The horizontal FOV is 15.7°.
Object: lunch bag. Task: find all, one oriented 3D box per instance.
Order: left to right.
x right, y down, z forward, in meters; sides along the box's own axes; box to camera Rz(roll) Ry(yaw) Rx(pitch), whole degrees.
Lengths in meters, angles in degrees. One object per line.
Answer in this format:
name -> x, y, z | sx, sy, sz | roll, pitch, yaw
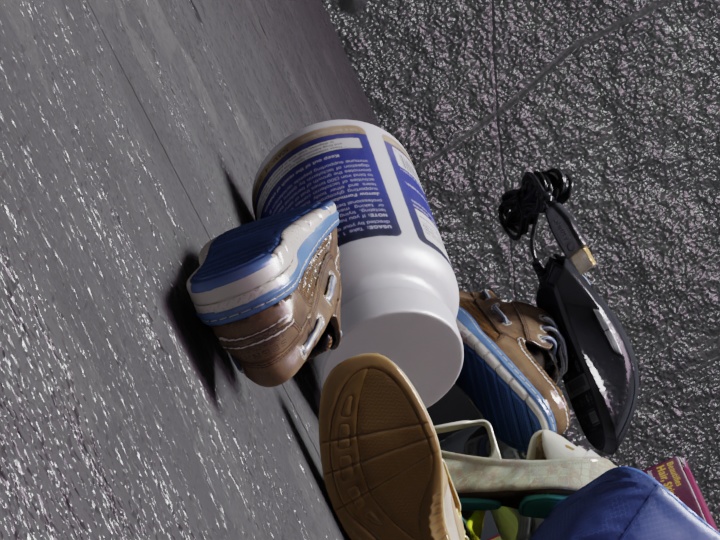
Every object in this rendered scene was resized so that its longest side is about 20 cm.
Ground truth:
lunch bag -> 0.165, 0.226, 1.588 | 0.200, 0.132, 0.136 | 37, -31, -3

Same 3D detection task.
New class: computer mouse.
computer mouse -> 0.156, 0.021, 1.777 | 0.140, 0.046, 0.200 | 114, -44, -73

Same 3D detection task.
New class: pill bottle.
pill bottle -> 0.000, 0.000, 1.716 | 0.200, 0.116, 0.116 | -108, 172, -50

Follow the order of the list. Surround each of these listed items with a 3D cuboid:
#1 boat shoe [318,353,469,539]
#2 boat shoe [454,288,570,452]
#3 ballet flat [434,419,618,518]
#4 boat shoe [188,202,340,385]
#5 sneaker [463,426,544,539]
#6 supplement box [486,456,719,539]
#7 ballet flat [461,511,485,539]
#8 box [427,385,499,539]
boat shoe -> 0.022, 0.141, 1.569 | 0.069, 0.074, 0.200 | -103, 177, -79
boat shoe -> 0.102, 0.056, 1.787 | 0.200, 0.072, 0.072 | -134, -153, -56
ballet flat -> 0.098, 0.127, 1.678 | 0.067, 0.200, 0.062 | 112, -19, -73
boat shoe -> -0.047, 0.015, 1.397 | 0.200, 0.072, 0.072 | -50, 122, -73
sneaker -> 0.131, 0.188, 1.747 | 0.200, 0.075, 0.087 | -107, 177, -45
supplement box -> 0.165, 0.235, 1.833 | 0.131, 0.200, 0.103 | -100, 165, -68
ballet flat -> 0.053, 0.184, 1.773 | 0.200, 0.067, 0.067 | -72, 158, -79
box -> 0.096, 0.184, 1.959 | 0.200, 0.079, 0.141 | 64, -7, -17
